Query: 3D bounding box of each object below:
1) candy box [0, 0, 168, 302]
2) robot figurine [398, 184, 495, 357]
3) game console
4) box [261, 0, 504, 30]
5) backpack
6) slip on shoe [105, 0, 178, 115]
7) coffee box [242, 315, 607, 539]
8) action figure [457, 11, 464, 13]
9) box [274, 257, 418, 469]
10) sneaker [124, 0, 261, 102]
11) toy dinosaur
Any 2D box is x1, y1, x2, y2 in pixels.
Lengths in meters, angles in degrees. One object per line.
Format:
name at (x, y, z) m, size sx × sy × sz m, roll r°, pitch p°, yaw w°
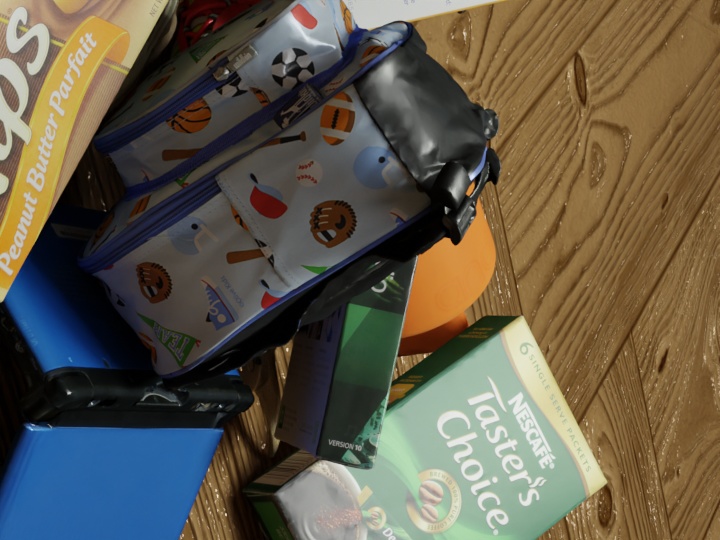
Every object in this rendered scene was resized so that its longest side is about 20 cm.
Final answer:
candy box at (-0.154, -0.100, 1.091) m, size 0.200 × 0.055 × 0.115 m, roll -61°, pitch 144°, yaw -7°
robot figurine at (0.010, -0.041, 1.516) m, size 0.144 × 0.117 × 0.200 m, roll -40°, pitch 130°, yaw -23°
game console at (-0.148, 0.066, 1.238) m, size 0.171 × 0.118 × 0.200 m, roll 58°, pitch 17°, yaw 16°
box at (0.037, -0.196, 1.369) m, size 0.041 × 0.200 × 0.119 m, roll -168°, pitch -114°, yaw -67°
backpack at (-0.042, -0.040, 1.200) m, size 0.154 × 0.190 × 0.200 m, roll 49°, pitch 11°, yaw -1°
slip on shoe at (-0.133, -0.103, 1.250) m, size 0.200 × 0.076 × 0.061 m, roll -74°, pitch 162°, yaw -53°
coffee box at (0.040, 0.124, 1.487) m, size 0.200 × 0.044 × 0.123 m, roll -33°, pitch 103°, yaw -28°
action figure at (0.014, -0.239, 1.429) m, size 0.200 × 0.119 × 0.102 m, roll 47°, pitch -2°, yaw -16°
box at (0.000, 0.000, 1.359) m, size 0.144 × 0.036 × 0.200 m, roll -175°, pitch -85°, yaw -79°
sneaker at (-0.082, -0.115, 1.366) m, size 0.200 × 0.077 × 0.085 m, roll -47°, pitch 132°, yaw -75°
toy dinosaur at (-0.063, 0.037, 1.399) m, size 0.101 × 0.058 × 0.200 m, roll -59°, pitch 139°, yaw -56°
